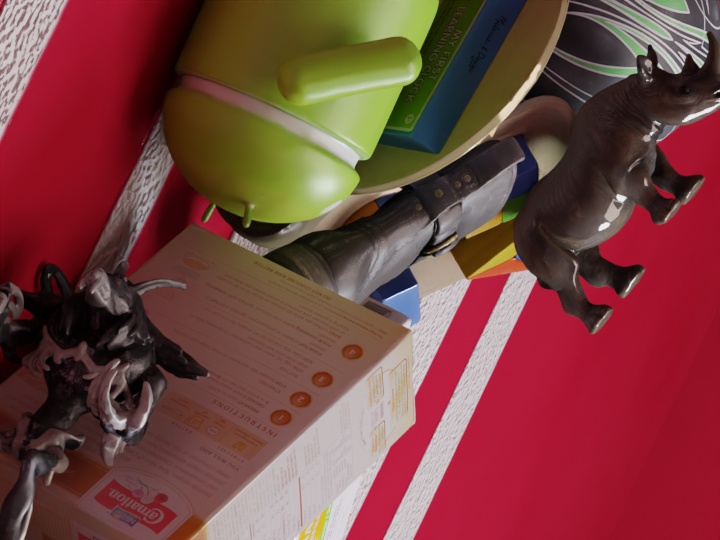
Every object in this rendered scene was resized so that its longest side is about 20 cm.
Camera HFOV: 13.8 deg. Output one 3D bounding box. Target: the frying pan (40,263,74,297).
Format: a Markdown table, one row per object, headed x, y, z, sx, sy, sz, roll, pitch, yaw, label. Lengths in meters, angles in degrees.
| x | y | z | sx | sy | sz | roll | pitch | yaw | label |
| --- | --- | --- | --- | --- | --- | --- | --- | --- | --- |
| -0.157 | 0.071 | 1.618 | 0.115 | 0.031 | 0.190 | -66 | 151 | -7 | frying pan |

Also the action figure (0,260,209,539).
| x | y | z | sx | sy | sz | roll | pitch | yaw | label |
| --- | --- | --- | --- | --- | --- | --- | --- | --- | --- |
| -0.151 | 0.057 | 1.444 | 0.200 | 0.119 | 0.102 | -59 | 164 | -29 | action figure |

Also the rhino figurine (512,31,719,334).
| x | y | z | sx | sy | sz | roll | pitch | yaw | label |
| --- | --- | --- | --- | --- | --- | --- | --- | --- | --- |
| 0.165 | -0.065 | 1.855 | 0.200 | 0.087 | 0.060 | -59 | 168 | 22 | rhino figurine |

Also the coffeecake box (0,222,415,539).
| x | y | z | sx | sy | sz | roll | pitch | yaw | label |
| --- | --- | --- | --- | --- | --- | --- | --- | --- | --- |
| -0.091 | 0.082 | 1.549 | 0.200 | 0.153 | 0.073 | -41 | 144 | -35 | coffeecake box |

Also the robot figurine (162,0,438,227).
| x | y | z | sx | sy | sz | roll | pitch | yaw | label |
| --- | --- | --- | --- | --- | --- | --- | --- | --- | --- |
| -0.033 | -0.115 | 1.586 | 0.201 | 0.115 | 0.175 | -66 | -163 | -5 | robot figurine |

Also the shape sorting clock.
| x | y | z | sx | sy | sz | roll | pitch | yaw | label |
| --- | --- | --- | --- | --- | --- | --- | --- | --- | --- |
| 0.034 | -0.127 | 1.684 | 0.039 | 0.200 | 0.200 | 41 | 69 | -35 | shape sorting clock |

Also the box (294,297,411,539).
| x | y | z | sx | sy | sz | roll | pitch | yaw | label |
| --- | --- | --- | --- | --- | --- | --- | --- | --- | --- |
| -0.058 | 0.112 | 1.883 | 0.112 | 0.101 | 0.201 | -39 | 150 | -60 | box |

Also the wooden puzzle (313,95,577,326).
| x | y | z | sx | sy | sz | roll | pitch | yaw | label |
| --- | --- | --- | --- | --- | --- | --- | --- | --- | --- |
| 0.049 | -0.021 | 1.925 | 0.199 | 0.046 | 0.185 | -20 | 153 | -7 | wooden puzzle |

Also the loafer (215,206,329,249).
| x | y | z | sx | sy | sz | roll | pitch | yaw | label |
| --- | --- | --- | --- | --- | --- | --- | --- | --- | --- |
| -0.018 | -0.093 | 1.771 | 0.200 | 0.076 | 0.068 | -49 | 161 | -19 | loafer |

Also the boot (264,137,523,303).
| x | y | z | sx | sy | sz | roll | pitch | yaw | label |
| --- | --- | --- | --- | --- | --- | --- | --- | --- | --- |
| 0.000 | 0.000 | 1.722 | 0.174 | 0.069 | 0.200 | -31 | 177 | -31 | boot |

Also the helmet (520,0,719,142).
| x | y | z | sx | sy | sz | roll | pitch | yaw | label |
| --- | --- | --- | --- | --- | --- | --- | --- | --- | --- |
| 0.141 | -0.164 | 1.957 | 0.200 | 0.190 | 0.200 | -57 | 162 | -30 | helmet |
